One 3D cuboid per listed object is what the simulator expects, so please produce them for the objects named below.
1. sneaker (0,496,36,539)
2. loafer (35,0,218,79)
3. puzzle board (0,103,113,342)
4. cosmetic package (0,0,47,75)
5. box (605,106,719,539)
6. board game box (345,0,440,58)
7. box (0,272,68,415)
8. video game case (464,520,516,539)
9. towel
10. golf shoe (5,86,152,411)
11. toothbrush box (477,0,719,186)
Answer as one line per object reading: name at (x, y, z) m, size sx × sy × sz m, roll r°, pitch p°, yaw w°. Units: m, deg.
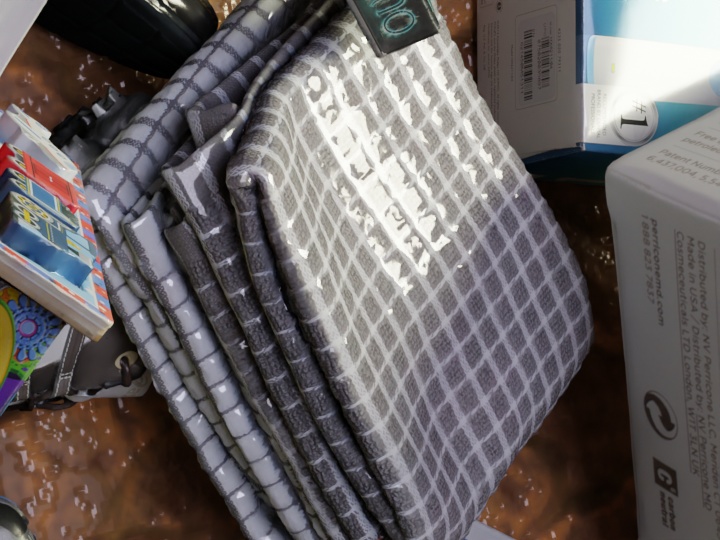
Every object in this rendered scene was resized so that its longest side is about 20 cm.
sneaker at (-0.183, 0.154, 1.026) m, size 0.200 × 0.083 × 0.071 m, roll -39°, pitch 104°, yaw -27°
loafer at (-0.123, -0.152, 1.102) m, size 0.200 × 0.073 × 0.072 m, roll 43°, pitch 62°, yaw -20°
puzzle board at (-0.143, -0.052, 0.919) m, size 0.151 × 0.200 × 0.017 m, roll 36°, pitch 97°, yaw -16°
cosmetic package at (-0.159, -0.095, 1.037) m, size 0.083 × 0.051 × 0.200 m, roll 32°, pitch 96°, yaw -16°
box at (0.222, 0.041, 1.125) m, size 0.171 × 0.200 × 0.199 m, roll -26°, pitch 124°, yaw -29°
board game box at (-0.027, -0.177, 1.010) m, size 0.028 × 0.200 × 0.135 m, roll -22°, pitch 59°, yaw 5°
box at (-0.211, 0.040, 0.925) m, size 0.122 × 0.193 × 0.200 m, roll 34°, pitch 93°, yaw -22°
video game case at (0.011, 0.191, 1.166) m, size 0.143 × 0.018 × 0.200 m, roll 28°, pitch 72°, yaw -23°
towel at (0.000, 0.000, 1.103) m, size 0.166 × 0.086 × 0.200 m, roll -50°, pitch 123°, yaw -42°
golf shoe at (-0.120, 0.027, 1.079) m, size 0.094 × 0.078 × 0.200 m, roll 49°, pitch 66°, yaw -16°
toothbrush box at (0.153, -0.108, 1.240) m, size 0.200 × 0.085 × 0.147 m, roll 5°, pitch 83°, yaw -30°
